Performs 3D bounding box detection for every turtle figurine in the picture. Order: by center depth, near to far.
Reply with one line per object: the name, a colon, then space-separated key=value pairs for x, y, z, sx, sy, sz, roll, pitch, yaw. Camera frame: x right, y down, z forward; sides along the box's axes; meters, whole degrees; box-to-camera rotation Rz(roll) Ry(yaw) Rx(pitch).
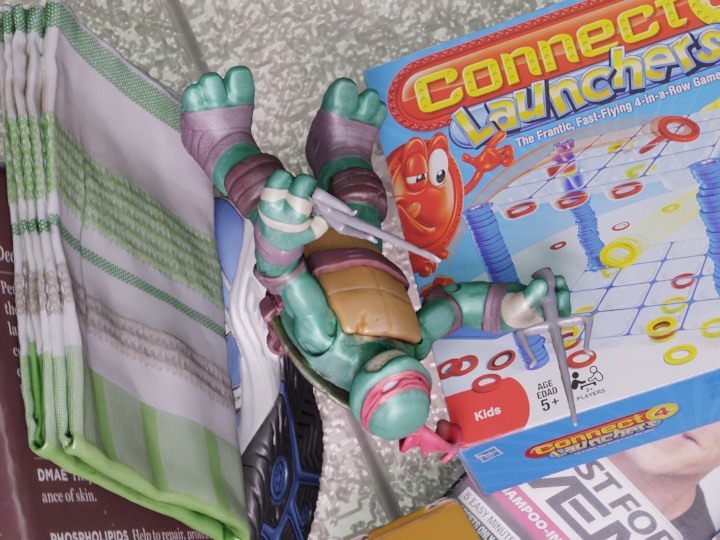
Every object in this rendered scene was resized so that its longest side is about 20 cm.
turtle figurine: x=0.000 y=0.000 z=0.941 sx=0.101 sy=0.149 sz=0.201 roll=-48 pitch=46 yaw=20

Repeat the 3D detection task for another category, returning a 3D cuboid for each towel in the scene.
towel: x=-0.091 y=0.000 z=0.946 sx=0.031 sy=0.149 sz=0.202 roll=-21 pitch=62 yaw=23

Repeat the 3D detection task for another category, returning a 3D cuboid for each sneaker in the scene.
sneaker: x=-0.062 y=0.062 z=1.048 sx=0.076 sy=0.076 sz=0.202 roll=1 pitch=77 yaw=18

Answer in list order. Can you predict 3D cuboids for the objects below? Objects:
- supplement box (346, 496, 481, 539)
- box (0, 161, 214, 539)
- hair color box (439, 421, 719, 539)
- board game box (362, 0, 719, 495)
supplement box: x=0.053 y=0.200 z=0.970 sx=0.066 sy=0.069 sz=0.201 roll=-18 pitch=71 yaw=-36
box: x=-0.170 y=0.078 z=0.964 sx=0.165 sy=0.164 sz=0.202 roll=-18 pitch=79 yaw=23
hair color box: x=0.132 y=0.075 z=1.044 sx=0.100 sy=0.061 sz=0.200 roll=44 pitch=82 yaw=6
board game box: x=0.118 y=-0.027 z=1.015 sx=0.198 sy=0.056 sz=0.197 roll=-19 pitch=61 yaw=8
